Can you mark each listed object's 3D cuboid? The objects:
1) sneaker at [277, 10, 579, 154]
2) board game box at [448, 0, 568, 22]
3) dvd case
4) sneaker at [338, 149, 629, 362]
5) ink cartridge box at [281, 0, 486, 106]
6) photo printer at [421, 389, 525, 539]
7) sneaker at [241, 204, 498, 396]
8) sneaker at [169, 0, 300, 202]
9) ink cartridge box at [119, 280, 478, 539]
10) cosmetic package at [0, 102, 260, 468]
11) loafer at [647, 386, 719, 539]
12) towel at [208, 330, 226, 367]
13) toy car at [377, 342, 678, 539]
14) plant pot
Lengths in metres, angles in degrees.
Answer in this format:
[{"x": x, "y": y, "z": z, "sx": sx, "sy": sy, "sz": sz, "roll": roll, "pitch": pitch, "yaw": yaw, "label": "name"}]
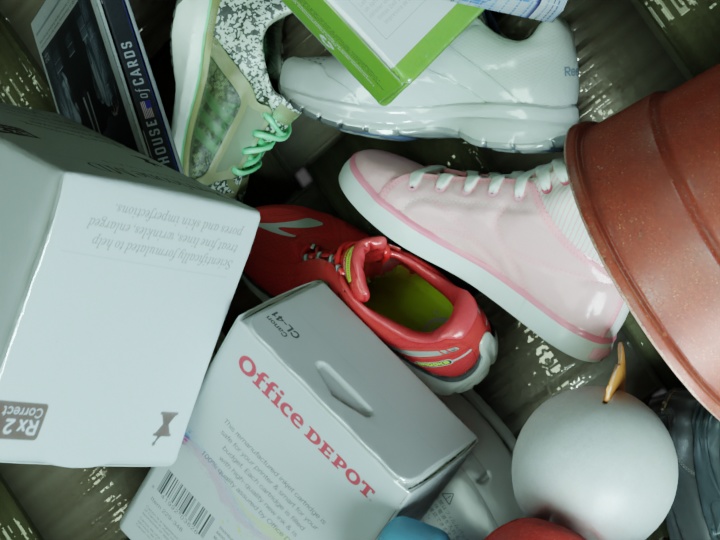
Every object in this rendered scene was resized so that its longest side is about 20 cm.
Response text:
[{"x": 0.044, "y": -0.119, "z": 1.064, "sx": 0.199, "sy": 0.074, "sz": 0.088, "roll": 6, "pitch": 96, "yaw": 21, "label": "sneaker"}, {"x": 0.078, "y": -0.243, "z": 0.927, "sx": 0.198, "sy": 0.062, "sz": 0.202, "roll": 10, "pitch": 83, "yaw": -9, "label": "board game box"}, {"x": -0.162, "y": -0.094, "z": 1.148, "sx": 0.150, "sy": 0.025, "sz": 0.201, "roll": -27, "pitch": 80, "yaw": 64, "label": "dvd case"}, {"x": 0.088, "y": -0.041, "z": 1.051, "sx": 0.200, "sy": 0.075, "sz": 0.105, "roll": 35, "pitch": 113, "yaw": 16, "label": "sneaker"}, {"x": 0.000, "y": -0.218, "z": 0.981, "sx": 0.200, "sy": 0.076, "sz": 0.148, "roll": 46, "pitch": 79, "yaw": -4, "label": "ink cartridge box"}, {"x": 0.029, "y": 0.165, "z": 1.141, "sx": 0.200, "sy": 0.069, "sz": 0.167, "roll": -39, "pitch": 83, "yaw": 31, "label": "photo printer"}, {"x": 0.000, "y": 0.000, "z": 1.087, "sx": 0.199, "sy": 0.077, "sz": 0.085, "roll": 26, "pitch": 159, "yaw": 25, "label": "sneaker"}, {"x": -0.074, "y": -0.097, "z": 1.132, "sx": 0.088, "sy": 0.077, "sz": 0.201, "roll": 7, "pitch": 111, "yaw": 15, "label": "sneaker"}, {"x": -0.041, "y": 0.130, "z": 1.069, "sx": 0.148, "sy": 0.085, "sz": 0.200, "roll": 44, "pitch": 126, "yaw": 14, "label": "ink cartridge box"}, {"x": -0.199, "y": -0.001, "z": 1.015, "sx": 0.199, "sy": 0.164, "sz": 0.166, "roll": 25, "pitch": 99, "yaw": 36, "label": "cosmetic package"}, {"x": 0.215, "y": 0.164, "z": 1.045, "sx": 0.072, "sy": 0.072, "sz": 0.202, "roll": 5, "pitch": 104, "yaw": 51, "label": "loafer"}, {"x": -0.136, "y": 0.058, "z": 1.175, "sx": 0.132, "sy": 0.035, "sz": 0.201, "roll": 11, "pitch": 142, "yaw": 29, "label": "towel"}, {"x": 0.127, "y": 0.142, "z": 1.003, "sx": 0.183, "sy": 0.177, "sz": 0.201, "roll": 18, "pitch": 75, "yaw": 19, "label": "toy car"}, {"x": 0.241, "y": -0.046, "z": 0.901, "sx": 0.195, "sy": 0.201, "sz": 0.201, "roll": -35, "pitch": 85, "yaw": 24, "label": "plant pot"}]
